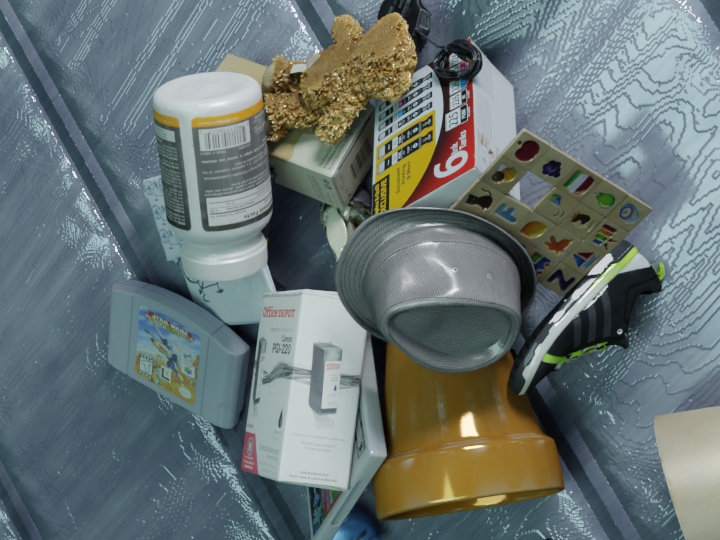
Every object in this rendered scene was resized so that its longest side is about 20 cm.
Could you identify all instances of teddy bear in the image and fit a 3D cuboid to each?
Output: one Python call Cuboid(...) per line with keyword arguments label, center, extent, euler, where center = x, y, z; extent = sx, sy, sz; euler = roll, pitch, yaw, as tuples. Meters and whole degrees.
Cuboid(label="teddy bear", center=(-0.025, -0.199, 1.508), extent=(0.199, 0.067, 0.146), euler=(-30, 46, 16))

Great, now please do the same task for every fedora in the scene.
Cuboid(label="fedora", center=(0.076, 0.033, 1.369), extent=(0.198, 0.091, 0.178), euler=(16, 127, -18))

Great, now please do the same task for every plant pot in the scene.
Cuboid(label="plant pot", center=(0.405, 0.202, 1.363), extent=(0.198, 0.187, 0.189), euler=(-19, 90, 15))
Cuboid(label="plant pot", center=(0.102, 0.156, 1.509), extent=(0.198, 0.199, 0.185), euler=(-16, 75, 29))

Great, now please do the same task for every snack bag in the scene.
Cuboid(label="snack bag", center=(-0.172, -0.023, 1.658), extent=(0.188, 0.021, 0.202), euler=(-5, 106, 51))

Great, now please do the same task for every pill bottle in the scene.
Cuboid(label="pill bottle", center=(-0.153, -0.098, 1.507), extent=(0.115, 0.116, 0.202), euler=(10, 118, 26))

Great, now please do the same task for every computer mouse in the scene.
Cuboid(label="computer mouse", center=(0.076, -0.242, 1.486), extent=(0.200, 0.034, 0.059), euler=(47, 118, 50))

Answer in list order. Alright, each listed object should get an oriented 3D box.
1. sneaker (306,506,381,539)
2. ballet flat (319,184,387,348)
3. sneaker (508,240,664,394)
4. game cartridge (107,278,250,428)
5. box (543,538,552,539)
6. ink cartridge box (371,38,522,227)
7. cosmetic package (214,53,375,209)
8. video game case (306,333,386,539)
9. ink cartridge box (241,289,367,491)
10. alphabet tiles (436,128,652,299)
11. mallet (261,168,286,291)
Cuboid(label="sneaker", center=(-0.045, 0.364, 1.682), extent=(0.078, 0.066, 0.201), euler=(39, 114, 13))
Cuboid(label="ballet flat", center=(0.000, 0.000, 1.594), extent=(0.071, 0.072, 0.202), euler=(-20, 89, 29))
Cuboid(label="sneaker", center=(0.234, 0.059, 1.441), extent=(0.083, 0.072, 0.200), euler=(41, 85, 2))
Cuboid(label="game cartridge", center=(-0.224, 0.094, 1.730), extent=(0.199, 0.041, 0.134), euler=(26, 130, 23))
Cuboid(label="box", center=(0.252, 0.405, 1.517), extent=(0.198, 0.086, 0.166), euler=(20, 108, 24))
Cuboid(label="ink cartridge box", center=(0.069, -0.109, 1.462), extent=(0.175, 0.201, 0.084), euler=(-29, 128, 28))
Cuboid(label="cosmetic package", center=(-0.083, -0.156, 1.584), extent=(0.198, 0.071, 0.106), euler=(21, 68, 22))
Cuboid(label="video game case", center=(-0.022, 0.169, 1.562), extent=(0.183, 0.023, 0.201), euler=(119, 152, -43))
Cuboid(label="ink cartridge box", center=(-0.060, 0.124, 1.529), extent=(0.145, 0.084, 0.203), euler=(174, 106, -68))
Cuboid(label="alphabet tiles", center=(0.157, -0.031, 1.387), extent=(0.166, 0.008, 0.200), euler=(27, 124, -25))
Cuboid(label="mallet", center=(-0.104, -0.029, 1.618), extent=(0.066, 0.041, 0.201), euler=(38, 141, 19))
